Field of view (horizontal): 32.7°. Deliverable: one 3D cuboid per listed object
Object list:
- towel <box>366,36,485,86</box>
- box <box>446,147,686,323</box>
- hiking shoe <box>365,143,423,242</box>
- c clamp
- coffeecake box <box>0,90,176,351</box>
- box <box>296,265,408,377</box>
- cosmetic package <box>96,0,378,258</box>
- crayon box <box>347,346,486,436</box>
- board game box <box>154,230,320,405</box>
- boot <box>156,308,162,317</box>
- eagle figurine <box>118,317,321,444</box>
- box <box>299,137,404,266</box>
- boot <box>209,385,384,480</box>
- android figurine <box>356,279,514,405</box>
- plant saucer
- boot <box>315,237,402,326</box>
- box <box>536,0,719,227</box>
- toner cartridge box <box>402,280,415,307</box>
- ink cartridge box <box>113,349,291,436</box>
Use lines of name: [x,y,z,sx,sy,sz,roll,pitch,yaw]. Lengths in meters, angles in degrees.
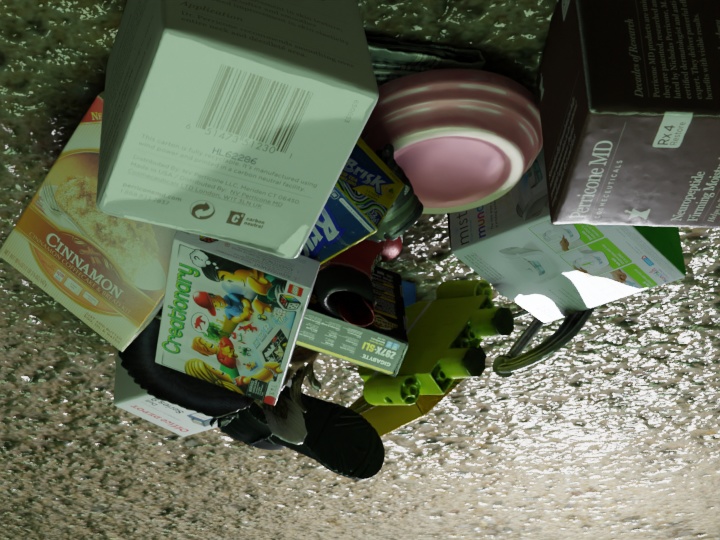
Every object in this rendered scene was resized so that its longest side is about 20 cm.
towel: [0.001,-0.148,1.157,0.190,0.035,0.201,6,149,-11]
box: [0.216,-0.041,1.284,0.175,0.098,0.199,-21,144,32]
hiking shoe: [-0.037,-0.086,1.132,0.198,0.076,0.101,3,127,32]
c clamp: [0.211,0.071,1.421,0.170,0.200,0.027,-29,98,34]
coffeecake box: [-0.221,-0.051,1.151,0.153,0.073,0.200,38,115,-3]
box: [-0.050,0.025,1.299,0.198,0.160,0.050,19,116,-11]
cosmetic package: [-0.101,-0.149,0.950,0.166,0.201,0.167,14,128,-20]
crayon box: [0.058,0.152,1.536,0.127,0.051,0.200,-31,-178,41]
board game box: [-0.116,0.040,1.115,0.125,0.035,0.201,20,142,0]
boot: [-0.178,-0.039,1.243,0.067,0.132,0.200,10,148,-15]
eagle figurine: [-0.138,0.094,1.316,0.198,0.152,0.152,-3,142,27]
box: [-0.055,-0.042,1.079,0.070,0.065,0.199,45,138,-15]
boot: [-0.080,0.193,1.471,0.197,0.074,0.162,28,159,-11]
android figurine: [0.070,0.079,1.322,0.199,0.182,0.041,-4,128,52]
plant saucer: [0.078,-0.112,1.158,0.198,0.051,0.201,-2,152,-1]
boot: [0.000,0.000,1.276,0.072,0.145,0.199,-32,157,21]
box: [0.265,-0.147,1.035,0.197,0.166,0.166,1,150,-2]
toner cartridge box: [-0.030,0.043,1.426,0.198,0.096,0.043,14,147,-24]
ink cartridge box: [-0.200,0.137,1.592,0.198,0.088,0.145,-17,147,29]
